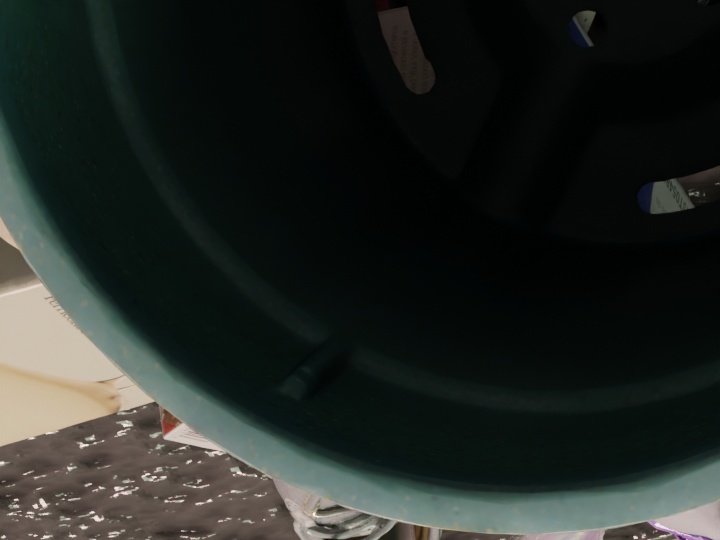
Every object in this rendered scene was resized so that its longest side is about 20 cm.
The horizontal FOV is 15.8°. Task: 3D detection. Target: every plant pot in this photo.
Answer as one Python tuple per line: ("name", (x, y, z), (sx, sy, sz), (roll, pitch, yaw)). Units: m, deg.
("plant pot", (0.043, -0.067, 0.516), (0.200, 0.201, 0.196), (-16, -177, 14))

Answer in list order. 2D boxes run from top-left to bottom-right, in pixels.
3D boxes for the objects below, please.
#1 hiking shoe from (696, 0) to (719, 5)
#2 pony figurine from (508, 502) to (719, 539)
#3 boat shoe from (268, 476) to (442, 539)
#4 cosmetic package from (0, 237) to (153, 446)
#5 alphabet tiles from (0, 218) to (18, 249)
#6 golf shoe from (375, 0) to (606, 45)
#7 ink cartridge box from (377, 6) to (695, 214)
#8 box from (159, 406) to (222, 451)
("hiking shoe", (0.165, -0.074, 0.762), (0.087, 0.075, 0.200), (-1, -172, -41))
("pony figurine", (0.120, 0.069, 0.962), (0.199, 0.167, 0.193), (23, 138, 16))
("boat shoe", (0.005, 0.087, 1.019), (0.074, 0.065, 0.202), (-30, 165, -11))
("cosmetic package", (-0.170, 0.019, 0.881), (0.199, 0.073, 0.104), (-16, 151, 16))
("alphabet tiles", (-0.049, -0.009, 0.682), (0.200, 0.015, 0.195), (35, 160, -25))
("golf shoe", (0.031, -0.107, 0.711), (0.092, 0.073, 0.200), (-16, 160, 7))
("ink cartridge box", (0.000, 0.000, 0.766), (0.199, 0.041, 0.200), (-8, 147, 26))
("box", (-0.002, 0.009, 0.942), (0.041, 0.039, 0.200), (14, 145, -37))
